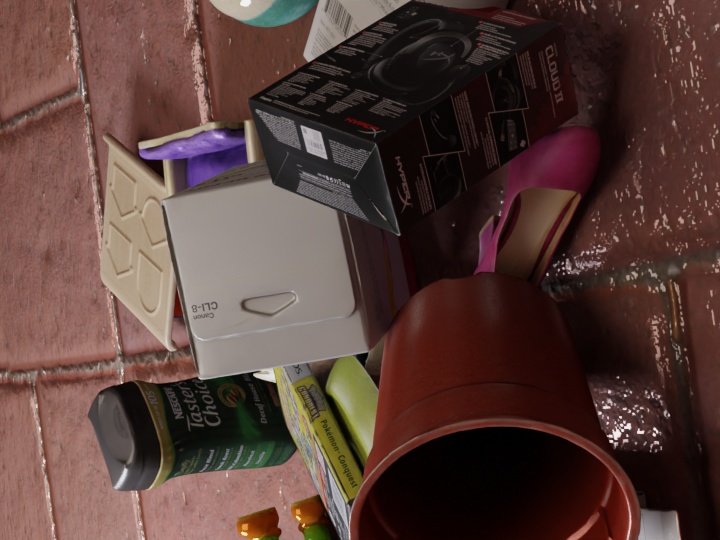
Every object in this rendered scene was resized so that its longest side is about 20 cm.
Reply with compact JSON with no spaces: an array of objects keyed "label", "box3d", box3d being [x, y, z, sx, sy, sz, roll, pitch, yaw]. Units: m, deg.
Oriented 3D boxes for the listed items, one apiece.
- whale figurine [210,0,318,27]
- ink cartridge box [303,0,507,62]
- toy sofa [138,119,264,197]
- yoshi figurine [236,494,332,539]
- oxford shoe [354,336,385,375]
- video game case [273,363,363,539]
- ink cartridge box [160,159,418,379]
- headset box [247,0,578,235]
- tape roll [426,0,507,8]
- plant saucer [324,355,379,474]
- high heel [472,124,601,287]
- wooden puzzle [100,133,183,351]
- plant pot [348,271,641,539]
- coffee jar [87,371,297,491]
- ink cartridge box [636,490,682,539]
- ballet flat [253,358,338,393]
[{"label":"whale figurine","box3d":[-0.063,-0.316,1.518,0.159,0.103,0.202,31,98,52]},{"label":"ink cartridge box","box3d":[0.042,-0.219,1.352,0.146,0.084,0.201,54,138,37]},{"label":"toy sofa","box3d":[-0.140,-0.098,1.662,0.199,0.097,0.084,-6,91,58]},{"label":"yoshi figurine","box3d":[-0.055,0.323,1.604,0.112,0.111,0.202,-22,80,51]},{"label":"oxford shoe","box3d":[0.000,0.000,1.474,0.071,0.073,0.202,-54,51,48]},{"label":"video game case","box3d":[-0.032,0.170,1.525,0.201,0.025,0.182,84,161,-61]},{"label":"ink cartridge box","box3d":[-0.051,-0.014,1.335,0.200,0.144,0.146,-45,-56,-74]},{"label":"headset box","box3d":[0.045,-0.121,1.188,0.148,0.199,0.078,23,137,46]},{"label":"tape roll","box3d":[0.072,-0.306,1.177,0.139,0.201,0.204,-55,51,48]},{"label":"plant saucer","box3d":[0.013,0.169,1.451,0.201,0.031,0.201,62,168,23]},{"label":"high heel","box3d":[0.129,-0.025,1.245,0.200,0.067,0.097,129,148,-55]},{"label":"wooden puzzle","box3d":[-0.238,-0.035,1.891,0.185,0.046,0.202,38,132,50]},{"label":"plant pot","box3d":[0.091,0.117,1.212,0.196,0.198,0.202,-89,15,-53]},{"label":"coffee jar","box3d":[-0.164,0.153,1.653,0.105,0.198,0.086,64,144,27]},{"label":"ink cartridge box","box3d":[0.202,0.264,1.226,0.176,0.044,0.203,-6,91,59]},{"label":"ballet flat","box3d":[-0.088,0.079,1.641,0.199,0.067,0.069,20,114,55]}]
